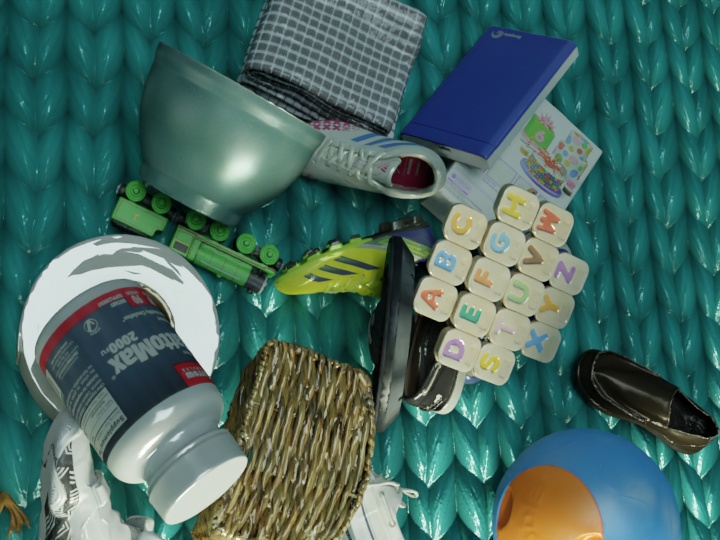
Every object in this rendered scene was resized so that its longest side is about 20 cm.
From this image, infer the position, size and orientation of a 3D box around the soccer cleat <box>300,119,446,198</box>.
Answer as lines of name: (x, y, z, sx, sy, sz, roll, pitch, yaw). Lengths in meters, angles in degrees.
soccer cleat: (0.002, -0.125, 1.219, 0.196, 0.086, 0.071, 9, 105, -3)

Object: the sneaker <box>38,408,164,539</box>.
sneaker: (-0.245, 0.229, 1.039, 0.113, 0.075, 0.204, 1, 99, -25)

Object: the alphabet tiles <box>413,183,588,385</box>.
alphabet tiles: (0.153, 0.017, 1.152, 0.193, 0.015, 0.203, 23, 92, -26)

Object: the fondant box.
fondant box: (0.185, -0.115, 1.323, 0.144, 0.058, 0.201, 40, 67, -6)

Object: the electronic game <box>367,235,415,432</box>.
electronic game: (0.028, 0.066, 1.130, 0.041, 0.200, 0.204, 6, 72, -1)

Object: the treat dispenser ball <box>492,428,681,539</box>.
treat dispenser ball: (0.239, 0.271, 1.154, 0.197, 0.201, 0.205, 6, 73, -18)

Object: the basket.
basket: (-0.070, 0.190, 1.087, 0.140, 0.149, 0.203, 19, 69, -10)

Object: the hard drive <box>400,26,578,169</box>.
hard drive: (0.155, -0.212, 1.307, 0.201, 0.131, 0.026, -51, 138, -22)

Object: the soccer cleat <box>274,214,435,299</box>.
soccer cleat: (0.001, 0.000, 1.220, 0.197, 0.065, 0.085, -19, 96, -21)

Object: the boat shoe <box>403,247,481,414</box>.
boat shoe: (0.089, 0.056, 1.217, 0.060, 0.073, 0.204, 17, 84, -37)

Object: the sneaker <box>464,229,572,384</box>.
sneaker: (0.164, 0.042, 1.223, 0.075, 0.088, 0.202, 29, 94, -14)

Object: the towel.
towel: (-0.027, -0.257, 1.270, 0.197, 0.086, 0.168, 21, 70, -14)

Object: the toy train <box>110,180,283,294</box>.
toy train: (-0.178, -0.034, 1.177, 0.197, 0.042, 0.057, 26, 77, -12)

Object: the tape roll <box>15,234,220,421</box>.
tape roll: (-0.246, 0.069, 1.104, 0.199, 0.071, 0.206, 5, 74, -19)

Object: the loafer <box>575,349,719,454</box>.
loafer: (0.349, 0.150, 1.300, 0.198, 0.071, 0.074, 28, 67, -11)

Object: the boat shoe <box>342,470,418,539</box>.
boat shoe: (0.019, 0.247, 1.150, 0.085, 0.075, 0.205, -19, 84, -23)

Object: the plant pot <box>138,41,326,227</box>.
plant pot: (-0.153, -0.131, 1.145, 0.198, 0.200, 0.136, 28, 95, -10)

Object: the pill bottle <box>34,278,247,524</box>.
pill bottle: (-0.193, 0.119, 0.978, 0.119, 0.120, 0.201, -32, 70, -25)

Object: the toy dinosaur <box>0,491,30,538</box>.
toy dinosaur: (-0.362, 0.211, 1.017, 0.202, 0.060, 0.107, -94, 158, -48)
